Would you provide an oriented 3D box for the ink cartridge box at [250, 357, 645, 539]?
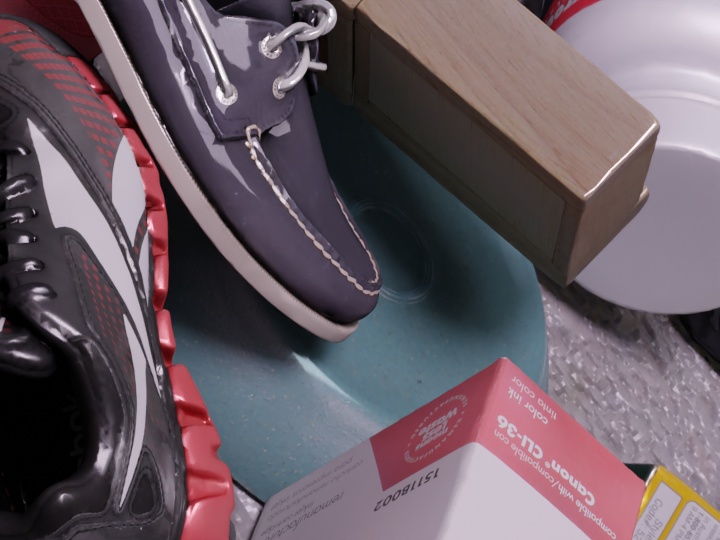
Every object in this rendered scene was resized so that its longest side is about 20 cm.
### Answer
[{"bbox_3d":[0.001,0.131,0.713,0.067,0.116,0.200,42,40,-17],"label":"ink cartridge box"}]

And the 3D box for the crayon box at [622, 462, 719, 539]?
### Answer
[{"bbox_3d":[0.123,0.170,0.821,0.200,0.052,0.126,39,72,-18],"label":"crayon box"}]

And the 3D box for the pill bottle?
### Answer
[{"bbox_3d":[0.128,-0.085,0.998,0.120,0.120,0.200,36,42,-22],"label":"pill bottle"}]

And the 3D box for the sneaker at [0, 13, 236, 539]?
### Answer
[{"bbox_3d":[-0.097,0.007,0.725,0.098,0.071,0.201,25,44,-60],"label":"sneaker"}]

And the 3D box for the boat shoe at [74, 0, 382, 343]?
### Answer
[{"bbox_3d":[-0.041,-0.071,0.778,0.200,0.063,0.073,58,14,-9],"label":"boat shoe"}]

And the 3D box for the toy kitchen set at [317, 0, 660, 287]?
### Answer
[{"bbox_3d":[0.070,-0.117,0.893,0.180,0.163,0.200,41,75,14],"label":"toy kitchen set"}]

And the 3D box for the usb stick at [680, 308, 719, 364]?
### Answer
[{"bbox_3d":[0.181,-0.026,1.079,0.055,0.033,0.200,45,39,-11],"label":"usb stick"}]

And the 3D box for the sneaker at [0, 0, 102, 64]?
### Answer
[{"bbox_3d":[-0.083,-0.147,0.852,0.074,0.087,0.200,38,42,-19],"label":"sneaker"}]

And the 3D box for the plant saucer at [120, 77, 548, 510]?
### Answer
[{"bbox_3d":[0.000,0.000,0.872,0.200,0.036,0.200,26,47,-32],"label":"plant saucer"}]
